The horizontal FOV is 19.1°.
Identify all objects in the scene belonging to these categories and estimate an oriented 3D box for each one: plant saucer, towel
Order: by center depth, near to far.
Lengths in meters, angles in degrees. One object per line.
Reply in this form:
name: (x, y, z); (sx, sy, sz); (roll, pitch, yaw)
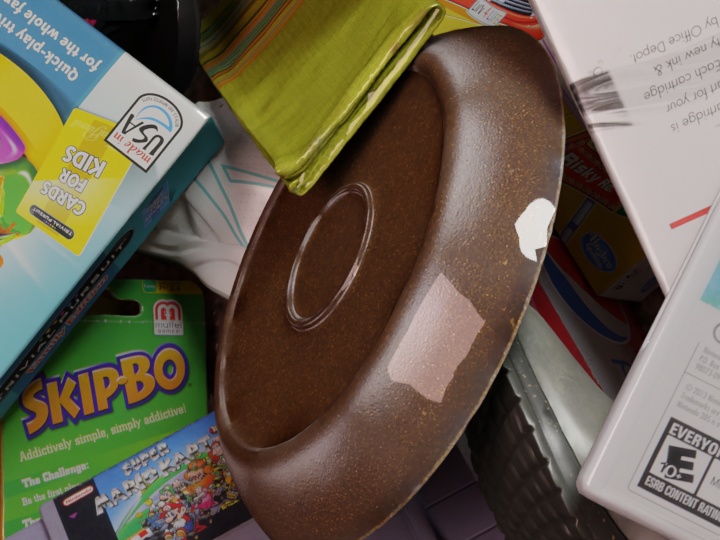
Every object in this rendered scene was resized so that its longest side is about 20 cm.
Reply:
plant saucer: (0.000, 0.000, 0.746); (0.200, 0.032, 0.200); (-47, 29, 36)
towel: (-0.023, -0.093, 0.826); (0.086, 0.018, 0.200); (-53, 23, 7)

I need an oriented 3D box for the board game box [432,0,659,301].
board game box: (0.095, -0.108, 0.805); (0.134, 0.034, 0.200); (-43, 63, 25)

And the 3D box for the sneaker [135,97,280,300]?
sneaker: (-0.072, -0.037, 0.909); (0.200, 0.070, 0.080); (22, 92, 29)

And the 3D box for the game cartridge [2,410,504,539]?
game cartridge: (-0.041, 0.111, 0.817); (0.200, 0.038, 0.130); (-29, 56, -1)

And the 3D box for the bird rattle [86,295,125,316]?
bird rattle: (-0.208, -0.009, 0.953); (0.113, 0.163, 0.200); (-42, 71, 6)

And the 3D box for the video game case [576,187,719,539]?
video game case: (0.193, 0.029, 0.639); (0.200, 0.024, 0.182); (27, 87, 1)

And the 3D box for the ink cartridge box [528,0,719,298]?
ink cartridge box: (0.129, -0.065, 0.695); (0.116, 0.068, 0.200); (-24, 87, 8)

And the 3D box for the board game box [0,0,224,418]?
board game box: (-0.176, -0.023, 0.847); (0.151, 0.047, 0.200); (37, 84, 9)

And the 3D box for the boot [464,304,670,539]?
boot: (0.125, 0.079, 0.694); (0.200, 0.131, 0.068); (59, 158, 23)

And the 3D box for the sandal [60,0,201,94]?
sandal: (-0.128, -0.130, 0.937); (0.200, 0.045, 0.075); (41, 132, 45)

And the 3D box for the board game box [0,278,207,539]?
board game box: (-0.109, 0.103, 0.900); (0.030, 0.095, 0.200); (-7, 82, 59)

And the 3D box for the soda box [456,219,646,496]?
soda box: (0.076, 0.052, 0.782); (0.063, 0.070, 0.200); (-41, 64, 24)
